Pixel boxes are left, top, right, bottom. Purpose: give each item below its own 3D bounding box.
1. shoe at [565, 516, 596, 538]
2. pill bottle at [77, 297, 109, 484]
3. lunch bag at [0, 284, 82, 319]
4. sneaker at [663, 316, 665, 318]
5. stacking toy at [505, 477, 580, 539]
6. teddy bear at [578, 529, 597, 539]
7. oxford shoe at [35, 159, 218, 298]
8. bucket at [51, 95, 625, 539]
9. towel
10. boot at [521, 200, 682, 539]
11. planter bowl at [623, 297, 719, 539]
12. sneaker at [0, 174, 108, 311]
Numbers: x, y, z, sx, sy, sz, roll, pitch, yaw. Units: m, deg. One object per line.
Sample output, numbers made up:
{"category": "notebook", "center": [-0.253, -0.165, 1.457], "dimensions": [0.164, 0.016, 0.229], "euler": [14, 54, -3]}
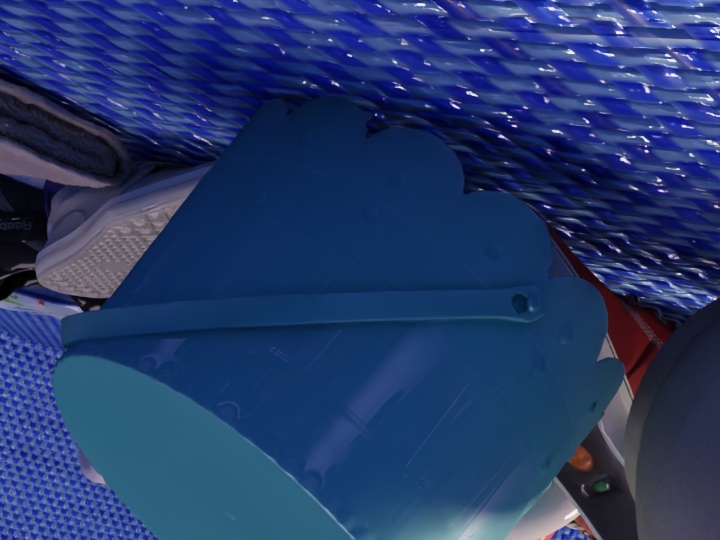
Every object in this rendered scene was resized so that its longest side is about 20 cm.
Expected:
{"category": "shoe", "center": [0.115, 0.117, 0.891], "dimensions": [0.070, 0.054, 0.200], "euler": [28, 173, -14]}
{"category": "pill bottle", "center": [-0.057, 0.081, 0.938], "dimensions": [0.199, 0.112, 0.111], "euler": [11, 174, -19]}
{"category": "lunch bag", "center": [-0.208, -0.006, 1.099], "dimensions": [0.199, 0.083, 0.161], "euler": [12, 170, 25]}
{"category": "sneaker", "center": [0.205, 0.084, 0.908], "dimensions": [0.198, 0.080, 0.130], "euler": [3, 160, 14]}
{"category": "stacking toy", "center": [0.050, 0.120, 0.830], "dimensions": [0.145, 0.147, 0.201], "euler": [14, 141, 10]}
{"category": "teddy bear", "center": [0.119, 0.116, 1.076], "dimensions": [0.199, 0.146, 0.067], "euler": [18, 139, -8]}
{"category": "oxford shoe", "center": [-0.109, -0.033, 0.837], "dimensions": [0.075, 0.058, 0.199], "euler": [19, 157, -34]}
{"category": "bucket", "center": [-0.014, 0.048, 0.635], "dimensions": [0.206, 0.135, 0.208], "euler": [30, 151, 19]}
{"category": "towel", "center": [-0.220, -0.086, 0.766], "dimensions": [0.132, 0.035, 0.200], "euler": [11, 172, 38]}
{"category": "boot", "center": [0.128, 0.028, 0.734], "dimensions": [0.072, 0.144, 0.201], "euler": [-21, 107, 52]}
{"category": "planter bowl", "center": [0.185, 0.081, 0.614], "dimensions": [0.199, 0.201, 0.135], "euler": [21, -170, -30]}
{"category": "sneaker", "center": [-0.228, -0.031, 0.947], "dimensions": [0.199, 0.088, 0.076], "euler": [15, 172, 7]}
